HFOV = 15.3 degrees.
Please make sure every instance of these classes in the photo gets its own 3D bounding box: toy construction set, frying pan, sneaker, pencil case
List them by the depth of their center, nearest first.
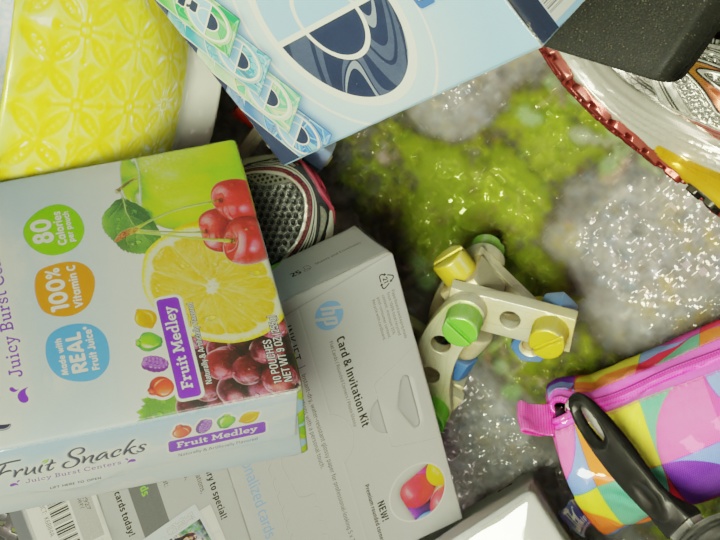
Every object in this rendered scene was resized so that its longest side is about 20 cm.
[{"bbox_3d":[0.156,0.148,1.232,0.190,0.031,0.115,33,116,37],"label":"frying pan"},{"bbox_3d":[-0.099,0.016,1.234,0.200,0.075,0.081,-34,80,-2],"label":"sneaker"},{"bbox_3d":[0.158,-0.083,1.244,0.200,0.078,0.082,38,95,-1],"label":"sneaker"},{"bbox_3d":[0.181,0.061,1.275,0.199,0.088,0.089,-22,103,18],"label":"pencil case"},{"bbox_3d":[0.000,0.000,1.296,0.200,0.092,0.131,43,128,2],"label":"toy construction set"}]

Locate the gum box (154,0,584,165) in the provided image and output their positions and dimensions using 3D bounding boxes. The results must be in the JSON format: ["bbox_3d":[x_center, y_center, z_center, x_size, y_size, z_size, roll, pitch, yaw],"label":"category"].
[{"bbox_3d":[-0.021,-0.144,1.116,0.170,0.045,0.200,51,147,-12],"label":"gum box"}]

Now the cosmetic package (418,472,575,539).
[{"bbox_3d":[0.106,0.202,1.279,0.071,0.101,0.200,-32,89,3],"label":"cosmetic package"}]

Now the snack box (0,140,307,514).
[{"bbox_3d":[-0.134,0.028,1.142,0.199,0.143,0.053,-11,142,-8],"label":"snack box"}]

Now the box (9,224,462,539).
[{"bbox_3d":[-0.061,0.090,1.225,0.200,0.041,0.156,-26,122,-16],"label":"box"}]

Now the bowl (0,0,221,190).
[{"bbox_3d":[-0.124,-0.095,1.257,0.107,0.200,0.201,7,114,-13],"label":"bowl"}]

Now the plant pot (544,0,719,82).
[{"bbox_3d":[0.105,-0.201,1.148,0.199,0.200,0.178,18,125,7],"label":"plant pot"}]

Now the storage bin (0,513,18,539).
[{"bbox_3d":[-0.142,0.096,1.345,0.200,0.135,0.094,29,115,3],"label":"storage bin"}]
